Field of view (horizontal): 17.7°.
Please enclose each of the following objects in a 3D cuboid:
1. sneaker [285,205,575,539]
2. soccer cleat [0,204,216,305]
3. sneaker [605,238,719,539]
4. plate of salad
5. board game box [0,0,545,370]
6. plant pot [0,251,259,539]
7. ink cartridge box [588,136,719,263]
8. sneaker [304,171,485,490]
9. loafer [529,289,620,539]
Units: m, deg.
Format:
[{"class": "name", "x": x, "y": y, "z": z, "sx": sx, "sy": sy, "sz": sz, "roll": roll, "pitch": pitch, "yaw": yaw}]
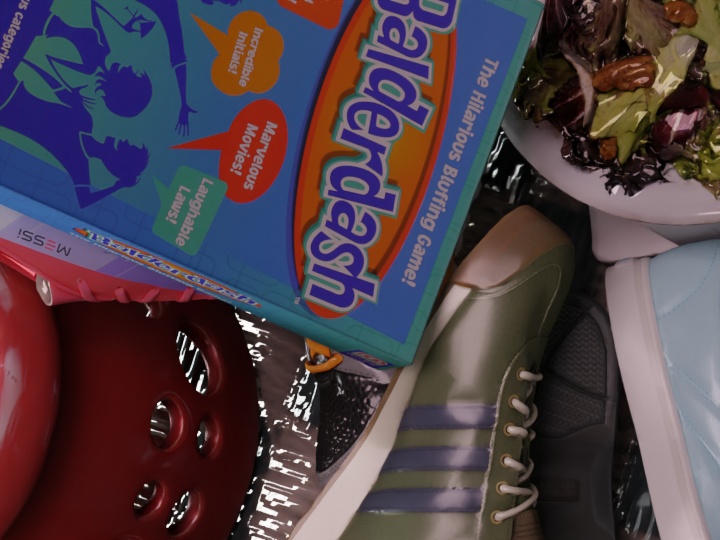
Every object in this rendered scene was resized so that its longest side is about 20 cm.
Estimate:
[{"class": "sneaker", "x": 0.045, "y": 0.082, "z": 0.899, "sx": 0.090, "sy": 0.067, "sz": 0.201, "roll": 36, "pitch": 101, "yaw": 22}, {"class": "soccer cleat", "x": -0.088, "y": -0.013, "z": 0.913, "sx": 0.199, "sy": 0.068, "sz": 0.074, "roll": 15, "pitch": 77, "yaw": -6}, {"class": "sneaker", "x": 0.158, "y": 0.079, "z": 0.907, "sx": 0.082, "sy": 0.074, "sz": 0.201, "roll": -19, "pitch": 76, "yaw": 18}, {"class": "plate of salad", "x": 0.127, "y": -0.118, "z": 0.896, "sx": 0.199, "sy": 0.048, "sz": 0.201, "roll": -5, "pitch": 80, "yaw": 27}, {"class": "board game box", "x": -0.048, "y": -0.070, "z": 0.864, "sx": 0.199, "sy": 0.045, "sz": 0.153, "roll": 23, "pitch": 79, "yaw": -15}, {"class": "plant pot", "x": -0.171, "y": 0.058, "z": 1.015, "sx": 0.200, "sy": 0.182, "sz": 0.201, "roll": -7, "pitch": 75, "yaw": 26}, {"class": "ink cartridge box", "x": 0.172, "y": -0.076, "z": 0.932, "sx": 0.199, "sy": 0.067, "sz": 0.117, "roll": -11, "pitch": 75, "yaw": 24}, {"class": "sneaker", "x": 0.000, "y": 0.000, "z": 0.982, "sx": 0.078, "sy": 0.077, "sz": 0.201, "roll": 165, "pitch": 115, "yaw": -68}, {"class": "loafer", "x": 0.072, "y": 0.108, "z": 0.959, "sx": 0.071, "sy": 0.063, "sz": 0.201, "roll": 10, "pitch": 88, "yaw": 1}]
